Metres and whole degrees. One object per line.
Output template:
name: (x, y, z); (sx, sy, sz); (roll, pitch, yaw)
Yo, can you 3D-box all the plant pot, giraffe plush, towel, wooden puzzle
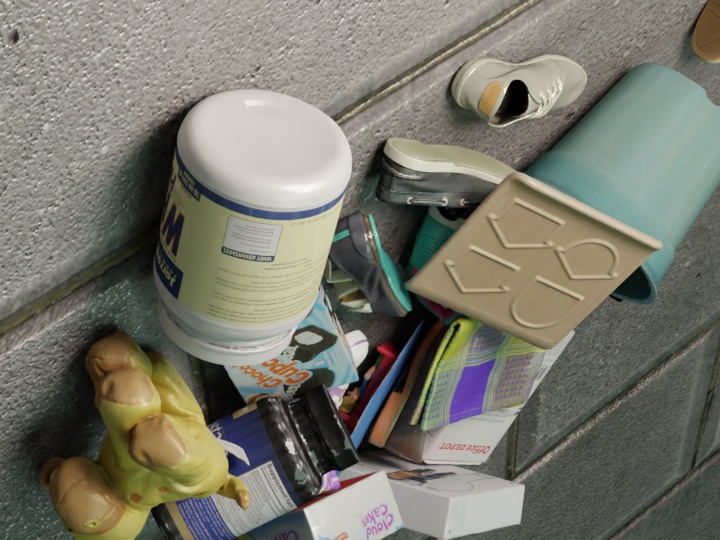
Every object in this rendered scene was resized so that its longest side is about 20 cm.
plant pot: (0.292, -0.103, 1.761); (0.196, 0.200, 0.200); (-51, 151, -11)
giraffe plush: (-0.212, 0.179, 1.476); (0.162, 0.173, 0.200); (-37, 133, 6)
towel: (0.141, 0.100, 1.784); (0.199, 0.023, 0.144); (-6, 123, -50)
wooden puzzle: (0.170, -0.014, 1.637); (0.185, 0.046, 0.200); (24, 133, -25)

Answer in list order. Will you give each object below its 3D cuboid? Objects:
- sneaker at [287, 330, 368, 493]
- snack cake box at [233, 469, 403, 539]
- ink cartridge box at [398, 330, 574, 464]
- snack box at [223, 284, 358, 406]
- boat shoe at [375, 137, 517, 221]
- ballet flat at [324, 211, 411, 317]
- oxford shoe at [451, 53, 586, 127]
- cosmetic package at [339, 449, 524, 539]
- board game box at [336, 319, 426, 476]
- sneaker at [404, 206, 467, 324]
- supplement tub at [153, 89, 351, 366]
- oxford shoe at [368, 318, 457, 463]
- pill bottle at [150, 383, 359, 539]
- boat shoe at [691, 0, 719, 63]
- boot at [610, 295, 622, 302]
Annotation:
sneaker: (-0.040, 0.162, 1.696); (0.201, 0.114, 0.073); (-47, 169, 6)
snack cake box: (-0.061, 0.278, 1.760); (0.115, 0.068, 0.200); (-19, 177, -38)
ink cartridge box: (0.137, 0.122, 1.914); (0.146, 0.083, 0.201); (11, 116, -55)
snack box: (-0.079, 0.064, 1.573); (0.116, 0.037, 0.200); (-17, 148, 4)
boat shoe: (0.090, -0.081, 1.621); (0.199, 0.074, 0.066); (3, 118, -49)
ballet flat: (0.000, 0.000, 1.627); (0.073, 0.073, 0.200); (-43, 156, -6)
oxford shoe: (0.168, -0.175, 1.635); (0.199, 0.058, 0.075); (-7, 129, -51)
cosmetic package: (0.062, 0.249, 1.857); (0.150, 0.199, 0.052); (4, 95, -53)
board game box: (0.007, 0.130, 1.783); (0.200, 0.039, 0.158); (-55, 171, -37)
sneaker: (0.118, 0.000, 1.744); (0.199, 0.084, 0.121); (15, 109, -48)
supplement tub: (-0.095, -0.034, 1.378); (0.145, 0.145, 0.201); (-20, 140, -38)
oxford shoe: (0.087, 0.119, 1.829); (0.201, 0.073, 0.071); (-61, 173, 3)
pill bottle: (-0.107, 0.192, 1.608); (0.199, 0.112, 0.112); (-26, 148, -1)
boat shoe: (0.446, -0.303, 1.827); (0.200, 0.072, 0.065); (-52, 149, -3)
boot: (0.350, -0.075, 2.002); (0.200, 0.068, 0.189); (-45, 143, -18)
